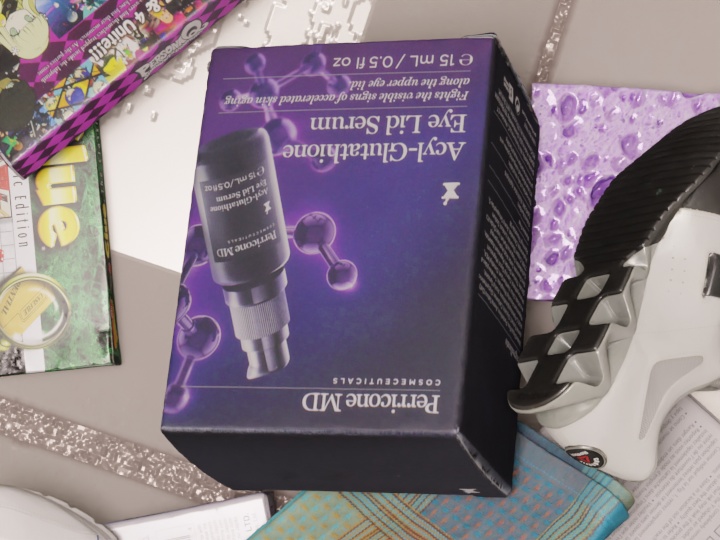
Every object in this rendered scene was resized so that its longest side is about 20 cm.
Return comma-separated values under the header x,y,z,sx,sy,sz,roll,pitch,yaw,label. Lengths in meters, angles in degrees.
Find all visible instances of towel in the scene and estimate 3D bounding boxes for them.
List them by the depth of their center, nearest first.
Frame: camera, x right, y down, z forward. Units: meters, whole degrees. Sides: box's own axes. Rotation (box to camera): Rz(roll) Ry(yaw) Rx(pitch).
x,y,z,sx,sy,sz,roll,pitch,yaw,label
0.015,0.139,1.010,0.200,0.022,0.146,-39,43,-19,towel

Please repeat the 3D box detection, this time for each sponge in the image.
x,y,z,sx,sy,sz,roll,pitch,yaw,label
0.183,-0.034,1.079,0.199,0.030,0.112,3,87,5,sponge

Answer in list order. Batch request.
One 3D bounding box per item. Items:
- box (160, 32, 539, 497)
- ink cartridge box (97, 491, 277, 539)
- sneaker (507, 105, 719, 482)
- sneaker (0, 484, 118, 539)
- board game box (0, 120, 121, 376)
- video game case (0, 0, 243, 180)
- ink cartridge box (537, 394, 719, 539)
x,y,z,sx,sy,sz,roll,pitch,yaw,label
0.000,0.000,1.015,0.147,0.104,0.201,-2,69,18,box
-0.130,0.190,1.083,0.199,0.042,0.120,-12,87,1,ink cartridge box
0.149,0.012,1.026,0.088,0.074,0.200,41,67,-22,sneaker
-0.128,0.184,1.022,0.074,0.087,0.200,-41,85,2,sneaker
-0.185,-0.045,1.111,0.104,0.023,0.201,-6,86,1,board game box
-0.154,-0.178,1.092,0.200,0.036,0.181,-40,78,-4,video game case
0.129,0.166,1.043,0.176,0.045,0.200,43,91,21,ink cartridge box
